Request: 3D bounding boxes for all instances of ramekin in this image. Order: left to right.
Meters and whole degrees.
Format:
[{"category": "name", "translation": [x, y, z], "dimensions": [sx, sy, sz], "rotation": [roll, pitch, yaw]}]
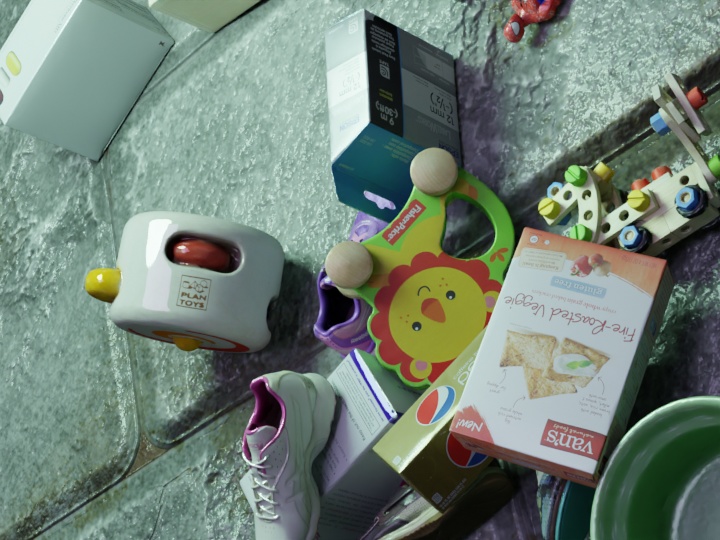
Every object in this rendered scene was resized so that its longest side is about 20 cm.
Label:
[{"category": "ramekin", "translation": [0.293, 0.207, 1.240], "dimensions": [0.200, 0.098, 0.200], "rotation": [-18, 63, 40]}]

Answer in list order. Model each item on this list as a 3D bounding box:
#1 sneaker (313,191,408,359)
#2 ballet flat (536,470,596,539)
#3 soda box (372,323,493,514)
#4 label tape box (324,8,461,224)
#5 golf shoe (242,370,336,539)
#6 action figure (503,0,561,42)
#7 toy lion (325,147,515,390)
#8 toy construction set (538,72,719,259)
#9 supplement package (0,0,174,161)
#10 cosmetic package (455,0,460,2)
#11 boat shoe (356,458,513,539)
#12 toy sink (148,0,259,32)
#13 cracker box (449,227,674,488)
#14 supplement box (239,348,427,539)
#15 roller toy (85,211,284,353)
[{"category": "sneaker", "translation": [0.000, 0.000, 1.621], "dimensions": [0.080, 0.088, 0.200], "rotation": [0, 74, 46]}, {"category": "ballet flat", "translation": [0.193, 0.155, 1.384], "dimensions": [0.074, 0.074, 0.200], "rotation": [13, 75, 47]}, {"category": "soda box", "translation": [0.110, 0.121, 1.425], "dimensions": [0.200, 0.068, 0.064], "rotation": [-47, 27, -6]}, {"category": "label tape box", "translation": [0.036, -0.150, 1.599], "dimensions": [0.066, 0.143, 0.200], "rotation": [-25, 58, 37]}, {"category": "golf shoe", "translation": [-0.083, 0.191, 1.481], "dimensions": [0.075, 0.092, 0.200], "rotation": [-5, 74, 42]}, {"category": "action figure", "translation": [0.193, -0.326, 1.584], "dimensions": [0.065, 0.052, 0.200], "rotation": [25, 96, 43]}, {"category": "toy lion", "translation": [0.078, 0.010, 1.517], "dimensions": [0.192, 0.069, 0.200], "rotation": [40, 85, 13]}, {"category": "toy construction set", "translation": [0.255, -0.079, 1.401], "dimensions": [0.200, 0.092, 0.131], "rotation": [-47, 46, 37]}, {"category": "supplement package", "translation": [-0.376, -0.273, 2.050], "dimensions": [0.200, 0.156, 0.111], "rotation": [-55, 45, 14]}, {"category": "cosmetic package", "translation": [0.038, -0.371, 1.641], "dimensions": [0.071, 0.200, 0.105], "rotation": [-52, 46, 17]}, {"category": "boat shoe", "translation": [0.058, 0.235, 1.491], "dimensions": [0.201, 0.072, 0.066], "rotation": [-38, 45, 22]}, {"category": "toy sink", "translation": [-0.160, -0.403, 1.918], "dimensions": [0.200, 0.112, 0.130], "rotation": [-27, 57, 41]}, {"category": "cracker box", "translation": [0.175, 0.074, 1.341], "dimensions": [0.134, 0.058, 0.200], "rotation": [14, 73, 24]}, {"category": "supplement box", "translation": [-0.013, 0.189, 1.551], "dimensions": [0.200, 0.101, 0.103], "rotation": [-50, 46, 19]}, {"category": "roller toy", "translation": [-0.184, 0.020, 1.722], "dimensions": [0.182, 0.200, 0.140], "rotation": [0, 76, 39]}]
